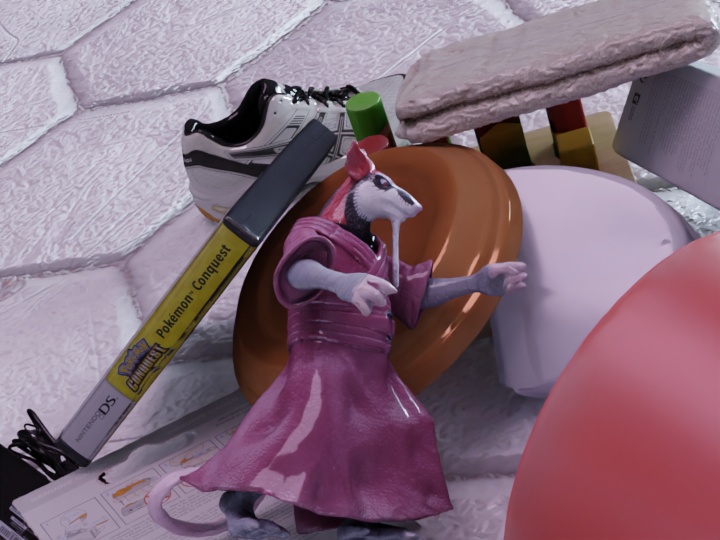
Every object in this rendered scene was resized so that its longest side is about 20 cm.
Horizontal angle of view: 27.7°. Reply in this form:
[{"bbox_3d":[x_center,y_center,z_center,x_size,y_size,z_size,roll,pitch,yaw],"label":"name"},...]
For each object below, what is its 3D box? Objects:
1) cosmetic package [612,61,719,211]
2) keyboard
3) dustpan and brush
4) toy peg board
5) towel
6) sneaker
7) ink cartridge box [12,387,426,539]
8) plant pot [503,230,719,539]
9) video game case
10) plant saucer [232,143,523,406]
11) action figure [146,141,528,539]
[{"bbox_3d":[0.235,-0.068,0.835,0.101,0.074,0.200,11,16,-17],"label":"cosmetic package"},{"bbox_3d":[-0.186,0.153,0.858,0.199,0.040,0.104,25,72,39],"label":"keyboard"},{"bbox_3d":[0.173,-0.005,0.846,0.199,0.057,0.140,-12,70,11],"label":"dustpan and brush"},{"bbox_3d":[0.077,-0.057,0.952,0.199,0.098,0.200,-15,34,8],"label":"toy peg board"},{"bbox_3d":[0.118,-0.128,0.885,0.199,0.035,0.133,-15,20,15],"label":"towel"},{"bbox_3d":[-0.041,-0.111,1.101,0.199,0.088,0.076,-27,32,-13],"label":"sneaker"},{"bbox_3d":[-0.078,0.147,0.778,0.160,0.050,0.200,-25,27,-23],"label":"ink cartridge box"},{"bbox_3d":[0.188,0.109,0.597,0.200,0.201,0.177,-37,47,-23],"label":"plant pot"},{"bbox_3d":[-0.094,0.007,0.878,0.181,0.025,0.200,-51,4,24],"label":"video game case"},{"bbox_3d":[0.000,0.000,0.839,0.199,0.037,0.201,-27,38,24],"label":"plant saucer"},{"bbox_3d":[-0.009,0.036,0.729,0.148,0.134,0.201,-11,70,38],"label":"action figure"}]
